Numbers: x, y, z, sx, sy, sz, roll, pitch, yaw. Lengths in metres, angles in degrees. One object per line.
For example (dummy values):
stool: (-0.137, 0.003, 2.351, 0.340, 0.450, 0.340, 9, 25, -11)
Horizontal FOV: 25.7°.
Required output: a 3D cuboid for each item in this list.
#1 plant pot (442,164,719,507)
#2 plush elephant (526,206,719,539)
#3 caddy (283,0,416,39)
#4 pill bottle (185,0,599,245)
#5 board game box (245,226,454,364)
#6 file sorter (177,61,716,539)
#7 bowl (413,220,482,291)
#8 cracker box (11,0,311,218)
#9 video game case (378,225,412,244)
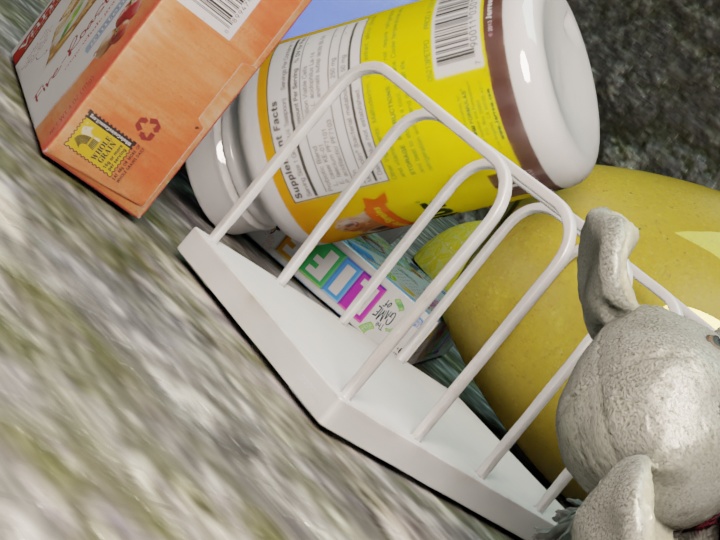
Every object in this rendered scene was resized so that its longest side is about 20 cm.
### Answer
plant pot: (0.130, 0.020, 0.877, 0.142, 0.200, 0.200, 34, 6, 0)
plush elephant: (0.132, 0.059, 0.534, 0.155, 0.199, 0.165, 50, 31, -53)
caddy: (-0.034, -0.104, 0.954, 0.199, 0.105, 0.141, 12, -22, -20)
pill bottle: (0.013, -0.076, 0.806, 0.109, 0.199, 0.110, 41, 43, -54)
board game box: (0.000, 0.000, 0.970, 0.134, 0.034, 0.200, 40, 6, 9)
file sorter: (0.050, 0.019, 0.697, 0.200, 0.125, 0.139, 34, 8, -42)
bowl: (0.161, 0.009, 1.569, 0.200, 0.108, 0.200, 40, 6, -5)
cracker box: (-0.100, -0.119, 0.752, 0.058, 0.134, 0.200, 36, 6, -24)
video game case: (-0.001, -0.112, 1.067, 0.182, 0.200, 0.024, 37, 32, -21)
